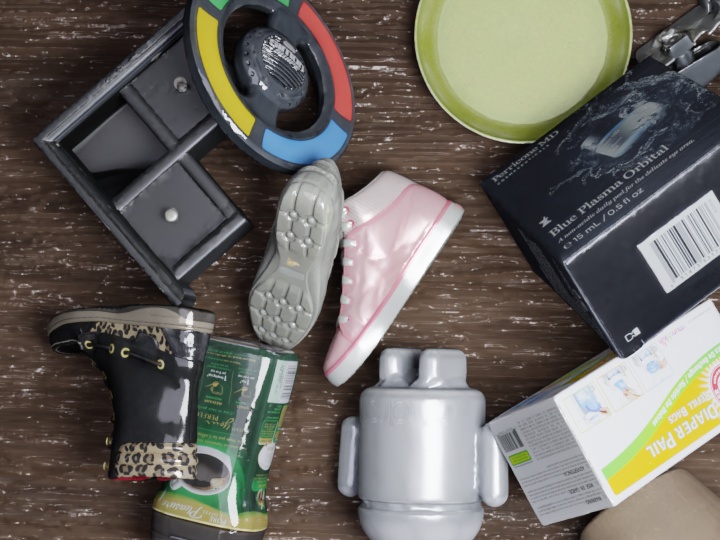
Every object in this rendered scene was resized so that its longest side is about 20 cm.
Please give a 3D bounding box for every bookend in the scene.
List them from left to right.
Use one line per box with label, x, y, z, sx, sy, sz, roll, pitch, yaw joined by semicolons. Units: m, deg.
bookend;-0.153;-0.103;1.460;0.199;0.092;0.200;-40;87;-1

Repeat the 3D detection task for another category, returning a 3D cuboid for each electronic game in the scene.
electronic game;-0.078;-0.178;1.424;0.042;0.200;0.201;-26;85;38

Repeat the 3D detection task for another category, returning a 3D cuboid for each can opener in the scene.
can opener;0.342;-0.234;1.475;0.200;0.053;0.067;-35;118;0

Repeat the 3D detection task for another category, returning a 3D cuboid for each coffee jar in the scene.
coffee jar;-0.123;0.161;1.443;0.104;0.085;0.201;11;89;16

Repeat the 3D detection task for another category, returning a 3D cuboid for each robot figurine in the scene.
robot figurine;0.054;0.169;1.425;0.169;0.113;0.201;-2;86;33

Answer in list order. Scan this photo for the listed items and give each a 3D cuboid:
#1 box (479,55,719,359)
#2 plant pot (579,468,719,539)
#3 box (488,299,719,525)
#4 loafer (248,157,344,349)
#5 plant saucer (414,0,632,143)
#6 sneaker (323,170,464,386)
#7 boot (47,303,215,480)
box;0.236;-0.059;1.374;0.196;0.200;0.118;-37;117;0
plant pot;0.282;0.271;1.385;0.200;0.200;0.175;-32;69;0
box;0.230;0.120;1.378;0.200;0.112;0.102;-27;87;-32
loafer;-0.052;-0.012;1.428;0.070;0.070;0.200;25;132;6
plant saucer;0.149;-0.215;1.483;0.199;0.031;0.201;0;87;3
sneaker;0.000;0.000;1.455;0.104;0.075;0.201;33;81;0
boot;-0.207;0.109;1.416;0.199;0.073;0.151;-5;80;38
